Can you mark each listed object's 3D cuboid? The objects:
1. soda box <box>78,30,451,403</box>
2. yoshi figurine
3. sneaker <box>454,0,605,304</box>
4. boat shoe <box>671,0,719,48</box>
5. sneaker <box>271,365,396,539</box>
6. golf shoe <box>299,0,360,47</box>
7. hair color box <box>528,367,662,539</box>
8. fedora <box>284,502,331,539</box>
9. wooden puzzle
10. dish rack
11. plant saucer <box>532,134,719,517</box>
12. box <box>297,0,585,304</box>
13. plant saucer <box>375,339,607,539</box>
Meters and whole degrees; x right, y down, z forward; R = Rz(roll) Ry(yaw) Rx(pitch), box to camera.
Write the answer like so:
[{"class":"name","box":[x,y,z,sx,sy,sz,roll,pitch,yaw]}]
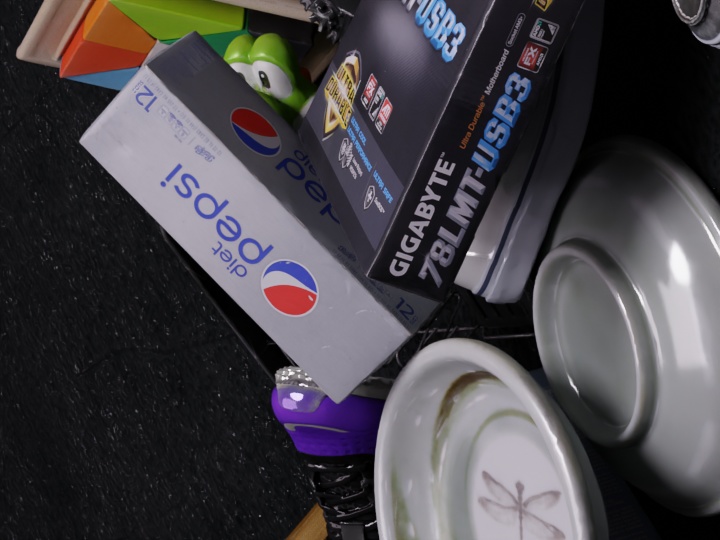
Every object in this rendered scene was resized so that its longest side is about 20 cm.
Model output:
[{"class":"soda box","box":[-0.050,-0.029,1.288,0.200,0.063,0.068,45,123,-1]},{"class":"yoshi figurine","box":[-0.048,-0.042,1.465,0.112,0.112,0.200,-108,-2,-64]},{"class":"sneaker","box":[0.073,-0.069,1.231,0.073,0.071,0.200,-82,7,-58]},{"class":"boat shoe","box":[0.131,-0.193,1.074,0.072,0.071,0.200,-3,101,66]},{"class":"sneaker","box":[0.004,0.117,1.383,0.070,0.200,0.100,6,77,24]},{"class":"golf shoe","box":[-0.006,-0.187,1.394,0.200,0.094,0.078,36,143,17]},{"class":"hair color box","box":[0.117,0.162,1.329,0.200,0.061,0.099,60,153,34]},{"class":"fedora","box":[-0.021,0.204,1.571,0.082,0.201,0.201,40,152,1]},{"class":"wooden puzzle","box":[-0.109,-0.141,1.516,0.200,0.185,0.037,146,133,-67]},{"class":"dish rack","box":[0.000,0.000,1.375,0.200,0.055,0.153,-6,131,43]},{"class":"plant saucer","box":[0.134,0.033,1.228,0.200,0.050,0.200,44,141,51]},{"class":"box","box":[0.042,-0.113,1.184,0.200,0.050,0.199,-113,44,-64]},{"class":"plant saucer","box":[0.078,0.132,1.251,0.200,0.050,0.200,22,116,57]}]
